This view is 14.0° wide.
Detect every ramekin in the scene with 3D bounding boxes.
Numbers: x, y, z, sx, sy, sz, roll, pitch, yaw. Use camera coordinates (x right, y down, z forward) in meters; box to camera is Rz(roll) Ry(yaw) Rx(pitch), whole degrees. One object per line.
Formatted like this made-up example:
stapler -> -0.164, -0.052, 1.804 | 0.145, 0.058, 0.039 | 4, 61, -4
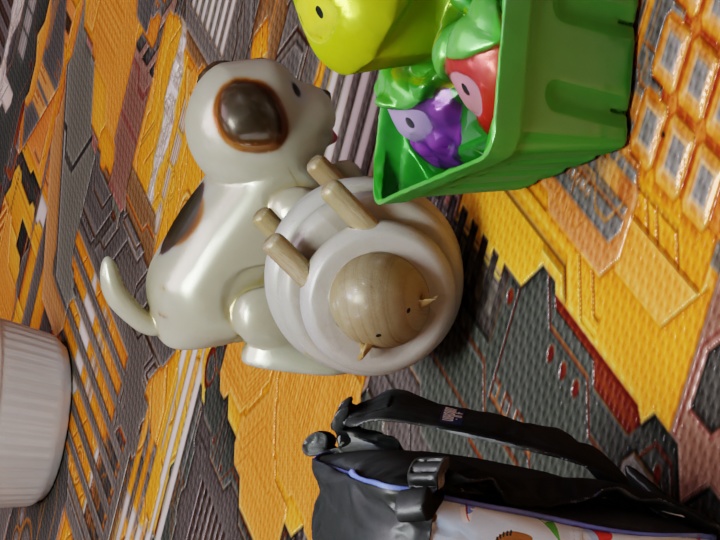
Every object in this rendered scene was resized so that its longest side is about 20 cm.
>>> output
ramekin -> -0.351, 0.144, 2.914 | 0.202, 0.094, 0.203 | -171, 90, -72

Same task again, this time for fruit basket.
fruit basket -> 0.036, -0.127, 1.682 | 0.216, 0.215, 0.156 | 158, 119, -70

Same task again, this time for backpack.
backpack -> 0.075, 0.152, 1.449 | 0.200, 0.190, 0.154 | -146, 61, -75

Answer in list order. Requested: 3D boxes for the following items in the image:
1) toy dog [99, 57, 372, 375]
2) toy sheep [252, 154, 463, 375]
toy dog -> -0.076, -0.048, 2.021 | 0.140, 0.194, 0.200 | -100, 16, -74
toy sheep -> 0.000, 0.000, 1.848 | 0.200, 0.138, 0.138 | -102, 25, -75
